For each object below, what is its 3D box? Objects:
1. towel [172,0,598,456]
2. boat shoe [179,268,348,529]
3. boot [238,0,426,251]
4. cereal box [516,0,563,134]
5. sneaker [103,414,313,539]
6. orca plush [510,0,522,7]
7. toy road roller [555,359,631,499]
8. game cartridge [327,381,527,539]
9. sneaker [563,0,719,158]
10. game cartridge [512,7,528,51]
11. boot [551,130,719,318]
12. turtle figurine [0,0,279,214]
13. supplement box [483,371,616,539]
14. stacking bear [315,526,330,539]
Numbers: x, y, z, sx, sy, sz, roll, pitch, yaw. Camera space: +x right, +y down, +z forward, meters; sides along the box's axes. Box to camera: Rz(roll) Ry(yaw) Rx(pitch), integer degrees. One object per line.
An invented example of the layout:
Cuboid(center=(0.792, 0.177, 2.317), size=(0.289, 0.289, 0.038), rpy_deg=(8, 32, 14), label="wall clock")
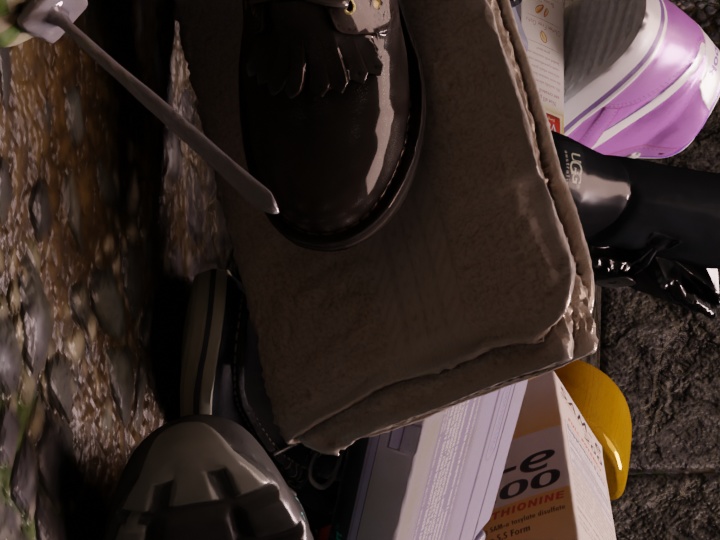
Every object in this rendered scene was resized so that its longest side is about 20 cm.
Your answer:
Cuboid(center=(0.004, -0.042, 0.707), size=(0.034, 0.132, 0.201), rpy_deg=(11, 59, -60), label="towel")
Cuboid(center=(-0.030, 0.056, 0.800), size=(0.200, 0.062, 0.075), rpy_deg=(66, 26, -60), label="boat shoe")
Cuboid(center=(-0.033, -0.115, 0.613), size=(0.174, 0.069, 0.201), rpy_deg=(28, 59, -72), label="boot")
Cuboid(center=(0.045, -0.138, 1.029), size=(0.039, 0.144, 0.201), rpy_deg=(19, 64, -39), label="cereal box")
Cuboid(center=(-0.053, 0.100, 0.693), size=(0.200, 0.075, 0.079), rpy_deg=(84, -4, -54), label="sneaker")
Cuboid(center=(0.057, -0.184, 0.837), size=(0.200, 0.071, 0.105), rpy_deg=(26, 39, -60), label="orca plush")
Cuboid(center=(0.099, 0.077, 1.245), size=(0.123, 0.145, 0.201), rpy_deg=(-70, 156, -63), label="toy road roller")
Cuboid(center=(0.032, 0.074, 0.823), size=(0.130, 0.038, 0.201), rpy_deg=(-35, 145, -48), label="game cartridge")
Cuboid(center=(0.109, -0.068, 1.051), size=(0.114, 0.200, 0.073), rpy_deg=(24, 44, -44), label="sneaker")
Cuboid(center=(0.009, -0.171, 0.861), size=(0.200, 0.041, 0.133), rpy_deg=(37, 26, -51), label="game cartridge")
Cuboid(center=(0.092, -0.012, 0.961), size=(0.200, 0.168, 0.077), rpy_deg=(-27, -125, 56), label="boot")
Cuboid(center=(-0.052, -0.125, 0.449), size=(0.194, 0.199, 0.144), rpy_deg=(-91, -171, -53), label="turtle figurine")
Cuboid(center=(0.073, 0.164, 1.051), size=(0.074, 0.126, 0.200), rpy_deg=(56, 19, -34), label="supplement box")
Cuboid(center=(0.017, 0.191, 0.920), size=(0.200, 0.121, 0.114), rpy_deg=(-94, -155, -48), label="stacking bear")
